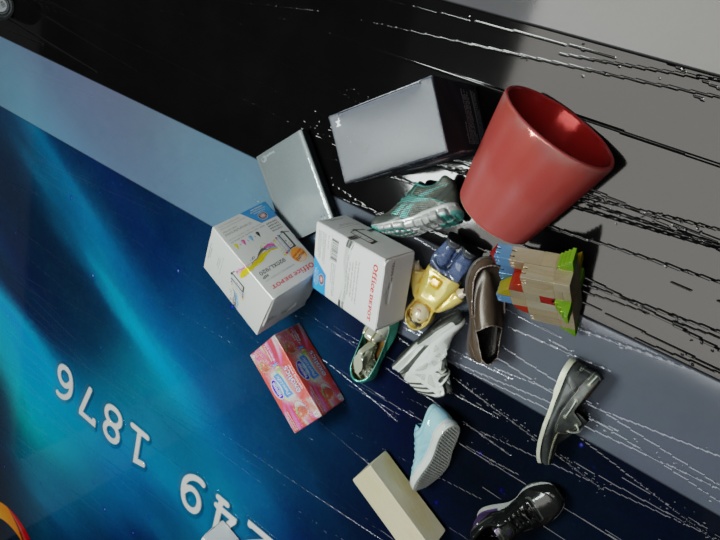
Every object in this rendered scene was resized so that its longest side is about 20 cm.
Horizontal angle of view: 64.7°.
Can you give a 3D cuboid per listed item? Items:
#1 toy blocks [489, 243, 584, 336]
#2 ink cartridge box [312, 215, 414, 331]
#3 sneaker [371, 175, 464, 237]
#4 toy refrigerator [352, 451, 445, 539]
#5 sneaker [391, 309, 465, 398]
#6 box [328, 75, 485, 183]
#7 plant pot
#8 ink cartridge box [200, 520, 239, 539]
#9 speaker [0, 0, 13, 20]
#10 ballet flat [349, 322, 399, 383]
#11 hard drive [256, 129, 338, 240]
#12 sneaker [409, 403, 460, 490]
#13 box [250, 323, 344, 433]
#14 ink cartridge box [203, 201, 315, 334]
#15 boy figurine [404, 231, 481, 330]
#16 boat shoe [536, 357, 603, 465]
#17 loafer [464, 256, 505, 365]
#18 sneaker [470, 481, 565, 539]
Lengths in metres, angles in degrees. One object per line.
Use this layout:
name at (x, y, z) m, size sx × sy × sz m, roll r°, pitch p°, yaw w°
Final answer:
toy blocks at (0.282, 0.026, 0.923) m, size 0.134 × 0.201 × 0.101 m, roll 12°, pitch 66°, yaw 30°
ink cartridge box at (0.000, 0.000, 1.090) m, size 0.199 × 0.083 × 0.149 m, roll 31°, pitch 124°, yaw 39°
sneaker at (0.105, -0.118, 1.057) m, size 0.197 × 0.077 × 0.093 m, roll -10°, pitch 71°, yaw 37°
toy refrigerator at (0.081, 0.491, 1.196) m, size 0.201 × 0.069 × 0.076 m, roll 51°, pitch 128°, yaw 13°
sneaker at (0.157, 0.166, 1.086) m, size 0.115 × 0.075 × 0.201 m, roll 46°, pitch 128°, yaw 5°
box at (0.086, -0.232, 0.958) m, size 0.193 × 0.199 × 0.120 m, roll -11°, pitch 95°, yaw 33°
plant pot at (0.258, -0.153, 0.885) m, size 0.200 × 0.199 × 0.179 m, roll 44°, pitch 130°, yaw 16°
ink cartridge box at (-0.390, 0.812, 1.546) m, size 0.145 × 0.084 × 0.202 m, roll 39°, pitch 120°, yaw 19°
speaker at (-1.089, -0.788, 1.633) m, size 0.198 × 0.081 × 0.083 m, roll 27°, pitch 114°, yaw 24°
ballet flat at (0.027, 0.146, 1.152) m, size 0.067 × 0.070 × 0.204 m, roll 28°, pitch 113°, yaw 24°
hard drive at (-0.133, -0.175, 1.204) m, size 0.138 × 0.033 × 0.204 m, roll -21°, pitch 89°, yaw 33°
sneaker at (0.138, 0.352, 1.141) m, size 0.082 × 0.073 × 0.203 m, roll 53°, pitch 132°, yaw 46°
box at (-0.141, 0.237, 1.261) m, size 0.102 × 0.094 × 0.202 m, roll -37°, pitch 81°, yaw 33°
ink cartridge box at (-0.207, -0.005, 1.197) m, size 0.200 × 0.146 × 0.145 m, roll 47°, pitch 141°, yaw 13°
boy figurine at (0.138, 0.025, 1.061) m, size 0.123 × 0.064 × 0.202 m, roll 36°, pitch 115°, yaw 9°
boat shoe at (0.353, 0.253, 0.973) m, size 0.067 × 0.071 × 0.204 m, roll 24°, pitch 110°, yaw 29°
loafer at (0.229, 0.076, 1.001) m, size 0.071 × 0.071 × 0.205 m, roll -7°, pitch 108°, yaw -7°
sneaker at (0.288, 0.466, 1.049) m, size 0.200 × 0.087 × 0.076 m, roll -43°, pitch 78°, yaw 31°
